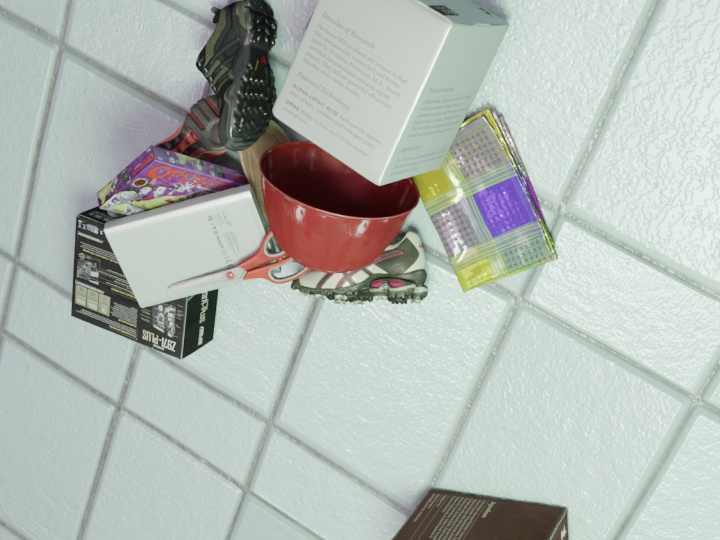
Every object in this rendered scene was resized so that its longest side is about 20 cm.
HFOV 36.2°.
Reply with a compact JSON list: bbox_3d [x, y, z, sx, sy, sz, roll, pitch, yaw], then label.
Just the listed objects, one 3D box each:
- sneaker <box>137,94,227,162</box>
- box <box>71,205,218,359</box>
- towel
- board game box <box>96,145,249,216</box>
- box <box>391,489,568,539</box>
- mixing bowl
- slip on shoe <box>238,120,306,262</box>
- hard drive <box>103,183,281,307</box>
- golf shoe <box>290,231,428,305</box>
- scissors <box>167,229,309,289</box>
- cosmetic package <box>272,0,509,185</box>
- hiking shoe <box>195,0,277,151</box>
[{"bbox_3d":[-0.217,-0.175,1.480,0.199,0.087,0.074,-33,92,8],"label":"sneaker"},{"bbox_3d":[-0.307,0.011,1.577,0.199,0.086,0.165,18,114,21],"label":"box"},{"bbox_3d":[0.144,-0.083,1.353,0.143,0.023,0.201,-21,97,30],"label":"towel"},{"bbox_3d":[-0.229,-0.101,1.441,0.120,0.199,0.033,-38,59,30],"label":"board game box"},{"bbox_3d":[0.156,0.405,1.432,0.198,0.164,0.168,3,109,26],"label":"box"},{"bbox_3d":[-0.036,-0.067,1.349,0.199,0.200,0.109,24,119,17],"label":"mixing bowl"},{"bbox_3d":[-0.104,-0.103,1.432,0.075,0.061,0.202,-18,104,-10],"label":"slip on shoe"},{"bbox_3d":[-0.218,-0.030,1.445,0.198,0.027,0.133,-14,124,6],"label":"hard drive"},{"bbox_3d":[0.000,0.000,1.438,0.198,0.077,0.089,-2,81,30],"label":"golf shoe"},{"bbox_3d":[-0.156,0.008,1.438,0.199,0.014,0.073,-27,106,16],"label":"scissors"},{"bbox_3d":[0.035,-0.231,1.260,0.164,0.165,0.201,34,115,19],"label":"cosmetic package"},{"bbox_3d":[-0.163,-0.246,1.405,0.100,0.075,0.202,-3,76,38],"label":"hiking shoe"}]
